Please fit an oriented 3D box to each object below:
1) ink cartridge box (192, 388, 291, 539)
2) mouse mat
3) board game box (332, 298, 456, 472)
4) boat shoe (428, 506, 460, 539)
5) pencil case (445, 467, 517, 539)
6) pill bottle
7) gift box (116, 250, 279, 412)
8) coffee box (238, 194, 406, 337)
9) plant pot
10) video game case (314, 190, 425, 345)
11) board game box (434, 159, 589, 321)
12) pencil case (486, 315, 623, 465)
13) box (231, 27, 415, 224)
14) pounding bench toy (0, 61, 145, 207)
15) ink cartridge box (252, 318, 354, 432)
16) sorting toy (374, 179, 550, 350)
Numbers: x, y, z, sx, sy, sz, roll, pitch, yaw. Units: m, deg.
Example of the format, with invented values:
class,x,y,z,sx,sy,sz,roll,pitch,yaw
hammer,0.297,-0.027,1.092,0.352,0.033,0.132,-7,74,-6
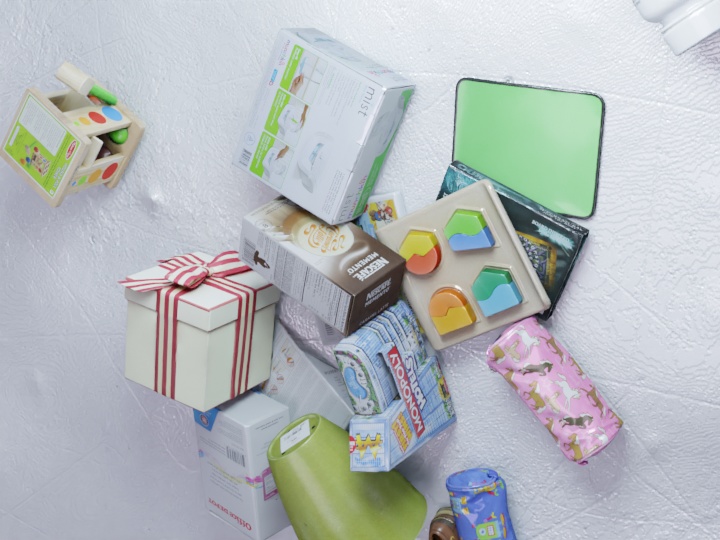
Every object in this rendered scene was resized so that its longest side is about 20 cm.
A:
class,x,y,z,sx,sy,sz,roll,pitch,yaw
ink cartridge box,-0.173,0.286,1.790,0.144,0.084,0.201,20,120,45
mouse mat,0.208,-0.155,1.503,0.199,0.008,0.162,11,112,25
board game box,0.039,0.167,1.573,0.061,0.200,0.201,-7,113,31
boat shoe,0.135,0.445,1.709,0.072,0.068,0.201,-7,103,31
pencil case,0.181,0.372,1.652,0.086,0.078,0.201,-15,99,7
pill bottle,0.336,-0.345,1.303,0.113,0.113,0.201,-31,90,33
gift box,-0.247,0.072,1.726,0.199,0.184,0.188,17,113,24
coffee box,-0.052,-0.015,1.584,0.200,0.114,0.080,34,135,23
plant pot,-0.038,0.304,1.658,0.187,0.187,0.200,-25,111,33
video game case,0.000,0.000,1.663,0.181,0.023,0.201,-9,101,31
board game box,0.182,-0.040,1.538,0.199,0.028,0.136,30,122,17
pencil case,0.251,0.156,1.539,0.200,0.083,0.087,49,137,5
box,-0.051,-0.193,1.569,0.176,0.097,0.201,31,114,19
pounding bench toy,-0.400,-0.220,1.733,0.124,0.156,0.200,42,122,12
ink cartridge box,-0.088,0.194,1.777,0.200,0.050,0.163,50,125,27
sorting toy,0.127,-0.001,1.547,0.199,0.036,0.186,-24,96,36
